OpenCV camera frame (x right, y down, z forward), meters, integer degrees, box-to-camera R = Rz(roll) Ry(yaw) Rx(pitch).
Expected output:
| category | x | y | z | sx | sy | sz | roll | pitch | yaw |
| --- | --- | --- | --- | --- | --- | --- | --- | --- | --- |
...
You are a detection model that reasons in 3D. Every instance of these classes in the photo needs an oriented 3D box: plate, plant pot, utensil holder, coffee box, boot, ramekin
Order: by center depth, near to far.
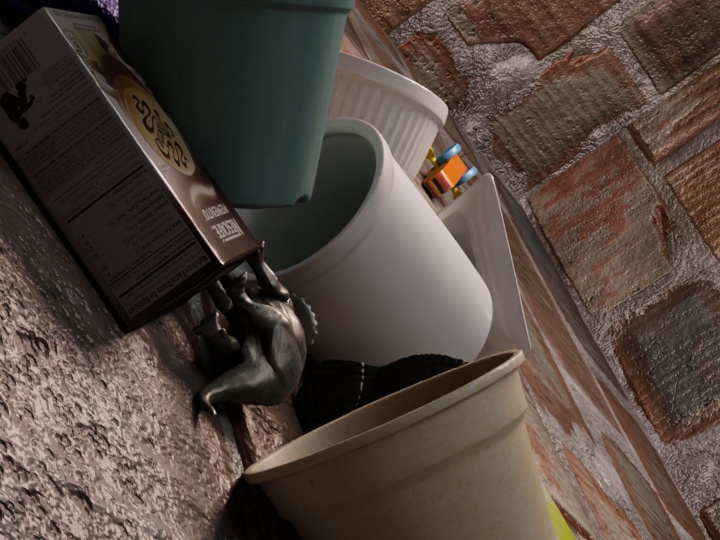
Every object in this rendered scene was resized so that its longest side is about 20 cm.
| category | x | y | z | sx | sy | sz | roll | pitch | yaw |
| --- | --- | --- | --- | --- | --- | --- | --- | --- | --- |
| plant pot | 0.050 | 0.175 | 0.943 | 0.185 | 0.199 | 0.200 | 66 | 12 | 1 |
| coffee box | -0.163 | -0.069 | 0.965 | 0.201 | 0.080 | 0.113 | 55 | 11 | -1 |
| plant pot | -0.099 | -0.156 | 1.079 | 0.200 | 0.198 | 0.198 | -64 | 161 | -77 |
| boot | 0.056 | 0.121 | 1.126 | 0.131 | 0.199 | 0.068 | 40 | 63 | -42 |
| utensil holder | 0.000 | 0.000 | 1.225 | 0.200 | 0.169 | 0.170 | 48 | 13 | -36 |
| plate | 0.107 | 0.020 | 1.574 | 0.199 | 0.032 | 0.202 | 142 | -59 | -62 |
| ramekin | -0.011 | -0.164 | 1.606 | 0.199 | 0.106 | 0.200 | 20 | -4 | 1 |

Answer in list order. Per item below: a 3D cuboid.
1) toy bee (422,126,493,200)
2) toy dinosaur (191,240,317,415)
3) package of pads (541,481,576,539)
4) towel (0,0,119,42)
| category | x | y | z | sx | sy | sz | roll | pitch | yaw |
| --- | --- | --- | --- | --- | --- | --- | --- | --- | --- |
| toy bee | 0.157 | -0.169 | 2.549 | 0.199 | 0.108 | 0.132 | -12 | 74 | -51 |
| toy dinosaur | -0.069 | 0.049 | 1.027 | 0.102 | 0.077 | 0.200 | 50 | 12 | -21 |
| package of pads | 0.158 | 0.262 | 1.377 | 0.201 | 0.068 | 0.154 | 62 | 14 | 26 |
| towel | -0.246 | -0.262 | 1.153 | 0.147 | 0.050 | 0.201 | 25 | 31 | -34 |
